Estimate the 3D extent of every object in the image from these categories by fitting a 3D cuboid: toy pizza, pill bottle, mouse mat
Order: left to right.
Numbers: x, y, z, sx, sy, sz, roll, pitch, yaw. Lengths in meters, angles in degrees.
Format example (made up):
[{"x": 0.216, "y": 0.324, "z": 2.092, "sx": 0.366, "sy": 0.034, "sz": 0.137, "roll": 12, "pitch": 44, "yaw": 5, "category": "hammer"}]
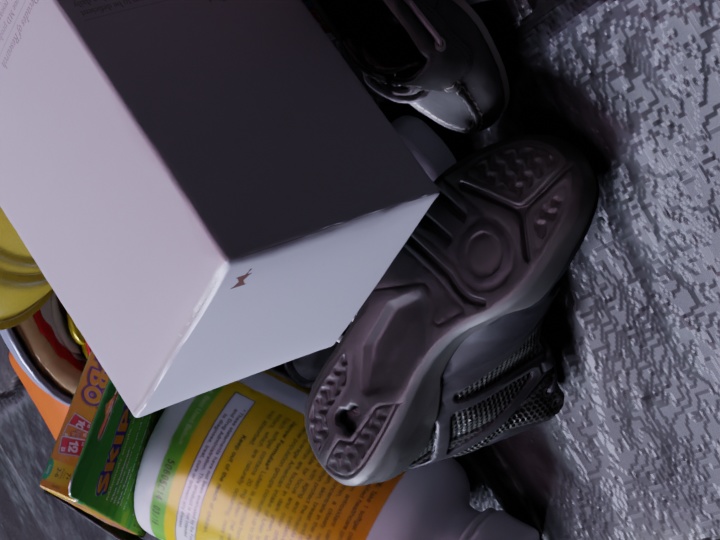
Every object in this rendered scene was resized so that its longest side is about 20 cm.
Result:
[{"x": -0.154, "y": -0.024, "z": 1.188, "sx": 0.032, "sy": 0.200, "sz": 0.201, "roll": -10, "pitch": 115, "yaw": 19, "category": "toy pizza"}, {"x": -0.110, "y": 0.181, "z": 1.302, "sx": 0.161, "sy": 0.008, "sz": 0.200, "roll": 32, "pitch": 172, "yaw": 7, "category": "mouse mat"}, {"x": -0.011, "y": 0.132, "z": 1.158, "sx": 0.199, "sy": 0.111, "sz": 0.111, "roll": 25, "pitch": 142, "yaw": 17, "category": "pill bottle"}]

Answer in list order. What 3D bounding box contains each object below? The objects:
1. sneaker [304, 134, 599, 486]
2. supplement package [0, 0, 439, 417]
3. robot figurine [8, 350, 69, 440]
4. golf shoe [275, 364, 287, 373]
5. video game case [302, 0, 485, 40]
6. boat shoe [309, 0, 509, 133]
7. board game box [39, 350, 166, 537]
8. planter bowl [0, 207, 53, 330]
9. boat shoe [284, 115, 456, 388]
[{"x": 0.062, "y": 0.016, "z": 1.009, "sx": 0.076, "sy": 0.114, "sz": 0.200, "roll": 48, "pitch": 123, "yaw": 29, "category": "sneaker"}, {"x": -0.083, "y": -0.061, "z": 0.920, "sx": 0.200, "sy": 0.117, "sz": 0.117, "roll": 56, "pitch": 138, "yaw": 19, "category": "supplement package"}, {"x": -0.139, "y": 0.075, "z": 1.343, "sx": 0.200, "sy": 0.116, "sz": 0.144, "roll": 59, "pitch": 148, "yaw": 0, "category": "robot figurine"}, {"x": -0.070, "y": 0.006, "z": 1.224, "sx": 0.088, "sy": 0.077, "sz": 0.200, "roll": 16, "pitch": 139, "yaw": 32, "category": "golf shoe"}, {"x": -0.040, "y": -0.180, "z": 0.934, "sx": 0.200, "sy": 0.017, "sz": 0.143, "roll": 44, "pitch": 155, "yaw": -24, "category": "video game case"}, {"x": 0.001, "y": -0.115, "z": 0.916, "sx": 0.067, "sy": 0.057, "sz": 0.200, "roll": 13, "pitch": 151, "yaw": 38, "category": "boat shoe"}, {"x": -0.124, "y": 0.083, "z": 1.138, "sx": 0.030, "sy": 0.096, "sz": 0.200, "roll": 19, "pitch": 170, "yaw": 6, "category": "board game box"}, {"x": -0.169, "y": -0.076, "z": 1.047, "sx": 0.083, "sy": 0.200, "sz": 0.201, "roll": -14, "pitch": 108, "yaw": 28, "category": "planter bowl"}, {"x": -0.002, "y": -0.002, "z": 1.088, "sx": 0.074, "sy": 0.068, "sz": 0.199, "roll": 52, "pitch": 152, "yaw": 12, "category": "boat shoe"}]
